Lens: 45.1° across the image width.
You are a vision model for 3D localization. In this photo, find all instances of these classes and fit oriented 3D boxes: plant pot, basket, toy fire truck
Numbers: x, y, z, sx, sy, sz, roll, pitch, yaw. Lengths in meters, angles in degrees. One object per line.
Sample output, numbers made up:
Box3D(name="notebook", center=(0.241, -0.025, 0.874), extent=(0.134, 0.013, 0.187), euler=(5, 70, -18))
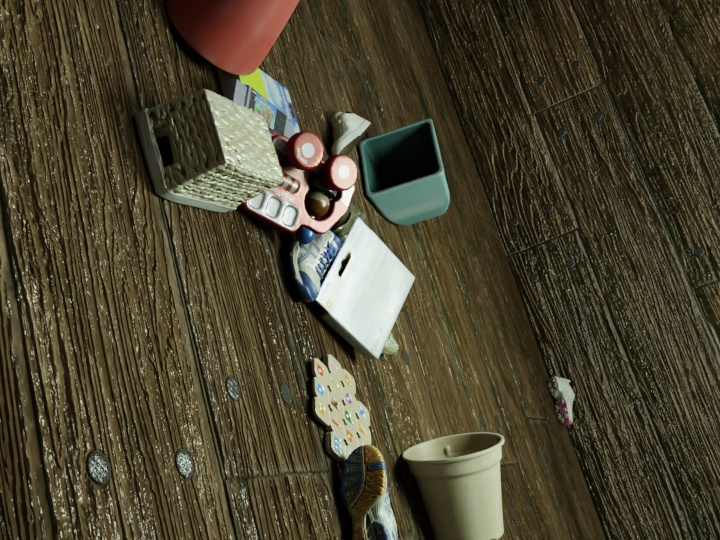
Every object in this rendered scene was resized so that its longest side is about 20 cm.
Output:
Box3D(name="plant pot", center=(0.128, -0.228, 2.216), extent=(0.200, 0.196, 0.196), euler=(59, 18, -51))
Box3D(name="basket", center=(-0.220, -0.179, 1.305), extent=(0.200, 0.123, 0.136), euler=(11, 60, -69))
Box3D(name="toy fire truck", center=(-0.106, -0.140, 1.517), extent=(0.200, 0.112, 0.168), euler=(29, 76, -35))
Box3D(name="plant pot", center=(0.194, 0.429, 1.679), extent=(0.200, 0.200, 0.184), euler=(-10, 90, -71))
Box3D(name="plant pot", center=(-0.207, -0.472, 1.512), extent=(0.200, 0.177, 0.200), euler=(33, 36, -28))

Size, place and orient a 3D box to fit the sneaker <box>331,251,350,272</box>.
Box3D(name="sneaker", center=(0.000, 0.000, 1.792), extent=(0.200, 0.079, 0.095), euler=(-1, 81, -68))

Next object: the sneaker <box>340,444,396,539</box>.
Box3D(name="sneaker", center=(0.016, 0.384, 1.392), extent=(0.088, 0.075, 0.200), euler=(58, 24, -59))

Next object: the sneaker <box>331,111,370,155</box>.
Box3D(name="sneaker", center=(-0.046, -0.324, 2.055), extent=(0.085, 0.073, 0.200), euler=(34, 30, -1))

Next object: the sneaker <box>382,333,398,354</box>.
Box3D(name="sneaker", center=(0.040, 0.090, 1.755), extent=(0.200, 0.089, 0.077), euler=(56, 22, -30))

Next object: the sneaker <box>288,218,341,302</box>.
Box3D(name="sneaker", center=(-0.079, -0.036, 1.561), extent=(0.075, 0.088, 0.200), euler=(69, 12, -53))

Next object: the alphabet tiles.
Box3D(name="alphabet tiles", center=(-0.033, 0.246, 1.497), extent=(0.196, 0.015, 0.200), euler=(50, 25, -41))

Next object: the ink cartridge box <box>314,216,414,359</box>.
Box3D(name="ink cartridge box", center=(0.002, 0.034, 1.646), extent=(0.200, 0.043, 0.196), euler=(45, 58, -32))

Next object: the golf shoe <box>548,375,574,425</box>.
Box3D(name="golf shoe", center=(0.776, 0.488, 3.269), extent=(0.091, 0.075, 0.200), euler=(5, 56, -22))

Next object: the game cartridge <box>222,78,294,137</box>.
Box3D(name="game cartridge", center=(-0.183, -0.244, 1.549), extent=(0.200, 0.038, 0.130), euler=(30, 68, -60))

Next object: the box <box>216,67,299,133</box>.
Box3D(name="box", center=(-0.193, -0.325, 1.654), extent=(0.200, 0.048, 0.122), euler=(22, 49, -63))

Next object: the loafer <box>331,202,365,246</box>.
Box3D(name="loafer", center=(-0.043, -0.097, 1.788), extent=(0.070, 0.075, 0.200), euler=(51, 17, -10))
